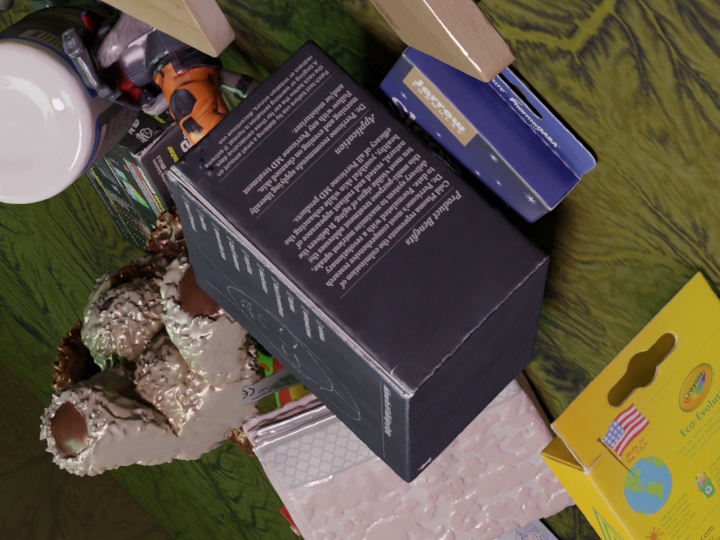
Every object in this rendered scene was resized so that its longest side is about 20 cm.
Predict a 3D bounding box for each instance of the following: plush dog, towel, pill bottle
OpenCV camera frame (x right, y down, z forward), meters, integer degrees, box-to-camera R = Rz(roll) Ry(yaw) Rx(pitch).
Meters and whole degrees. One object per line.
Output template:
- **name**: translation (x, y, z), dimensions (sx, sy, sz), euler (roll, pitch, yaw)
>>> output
- **plush dog**: translation (-0.146, 0.056, 1.698), dimensions (0.160, 0.200, 0.172), euler (32, -164, -45)
- **towel**: translation (0.041, 0.140, 1.624), dimensions (0.032, 0.199, 0.192), euler (-102, -14, -49)
- **pill bottle**: translation (-0.219, -0.126, 1.627), dimensions (0.114, 0.114, 0.200), euler (47, -162, -6)

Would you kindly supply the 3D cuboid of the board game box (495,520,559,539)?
- **board game box**: translation (0.070, 0.188, 1.922), dimensions (0.199, 0.043, 0.200), euler (46, 164, -3)

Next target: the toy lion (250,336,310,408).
- **toy lion**: translation (-0.035, 0.061, 1.698), dimensions (0.200, 0.068, 0.193), euler (29, 131, 48)

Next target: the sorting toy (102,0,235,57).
- **sorting toy**: translation (-0.160, -0.249, 1.385), dimensions (0.199, 0.070, 0.199), euler (30, 158, 45)

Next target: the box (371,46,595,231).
- **box**: translation (0.060, -0.073, 1.320), dimensions (0.121, 0.032, 0.200), euler (46, 164, 0)

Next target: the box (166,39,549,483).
- **box**: translation (0.000, 0.000, 1.373), dimensions (0.197, 0.124, 0.200), euler (44, 167, 14)

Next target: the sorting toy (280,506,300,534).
- **sorting toy**: translation (0.026, 0.272, 2.074), dimensions (0.199, 0.070, 0.200), euler (44, 177, 25)

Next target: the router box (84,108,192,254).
- **router box**: translation (-0.164, -0.075, 1.844), dimensions (0.150, 0.062, 0.201), euler (34, 160, 40)

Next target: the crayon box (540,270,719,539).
- **crayon box**: translation (0.187, 0.110, 1.271), dimensions (0.201, 0.127, 0.051), euler (54, 162, -23)

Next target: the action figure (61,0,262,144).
- **action figure**: translation (-0.114, -0.137, 1.567), dimensions (0.194, 0.104, 0.200), euler (52, -170, 5)

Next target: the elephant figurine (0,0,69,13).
- **elephant figurine**: translation (-0.291, -0.245, 1.660), dimensions (0.200, 0.140, 0.157), euler (-133, 31, -77)

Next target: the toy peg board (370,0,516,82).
- **toy peg board**: translation (0.014, -0.203, 1.048), dimensions (0.200, 0.098, 0.199), euler (51, 180, -14)
